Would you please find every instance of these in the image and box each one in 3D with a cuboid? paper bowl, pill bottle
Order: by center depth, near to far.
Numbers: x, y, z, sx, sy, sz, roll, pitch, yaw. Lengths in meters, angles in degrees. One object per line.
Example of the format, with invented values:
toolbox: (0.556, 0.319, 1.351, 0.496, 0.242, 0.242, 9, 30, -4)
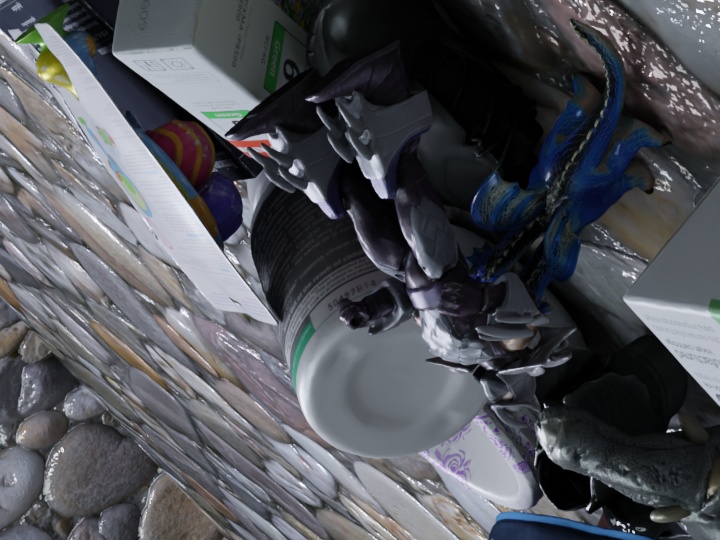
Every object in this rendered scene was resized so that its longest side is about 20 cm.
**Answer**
pill bottle: (0.000, 0.000, 1.109, 0.113, 0.113, 0.201, 53, -170, -39)
paper bowl: (0.063, 0.049, 1.260, 0.200, 0.104, 0.201, 40, 166, 12)

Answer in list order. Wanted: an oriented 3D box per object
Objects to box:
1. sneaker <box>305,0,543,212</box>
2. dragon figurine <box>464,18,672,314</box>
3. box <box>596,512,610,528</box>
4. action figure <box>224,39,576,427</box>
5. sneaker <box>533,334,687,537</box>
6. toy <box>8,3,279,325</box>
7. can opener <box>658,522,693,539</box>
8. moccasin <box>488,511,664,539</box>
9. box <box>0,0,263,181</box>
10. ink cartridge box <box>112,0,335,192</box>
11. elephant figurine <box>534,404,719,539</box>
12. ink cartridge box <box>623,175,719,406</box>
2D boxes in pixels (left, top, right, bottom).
sneaker: (0.044, -0.090, 0.996, 0.090, 0.076, 0.200, 24, 167, 35)
dragon figurine: (0.093, -0.035, 0.940, 0.059, 0.100, 0.200, 38, 165, 12)
box: (0.244, 0.223, 1.313, 0.100, 0.075, 0.200, 28, 177, -33)
action figure: (0.026, -0.005, 0.935, 0.130, 0.069, 0.201, -13, 115, 53)
sneaker: (0.140, 0.111, 1.169, 0.060, 0.104, 0.201, 35, 144, 32)
toy: (-0.109, -0.063, 1.083, 0.200, 0.047, 0.115, 51, 167, -17)
can opener: (0.233, 0.152, 1.235, 0.200, 0.078, 0.064, 14, 110, 56)
moccasin: (0.124, 0.182, 1.160, 0.080, 0.069, 0.200, 17, 172, -18)
box: (-0.120, -0.148, 1.164, 0.182, 0.104, 0.200, 47, 165, -16)
ink cartridge box: (-0.043, -0.119, 0.988, 0.050, 0.110, 0.200, -1, 161, 28)
elephant figurine: (0.216, 0.117, 1.010, 0.199, 0.141, 0.156, 16, 137, 47)
ink cartridge box: (0.225, 0.054, 0.803, 0.200, 0.084, 0.146, 46, 166, -19)
